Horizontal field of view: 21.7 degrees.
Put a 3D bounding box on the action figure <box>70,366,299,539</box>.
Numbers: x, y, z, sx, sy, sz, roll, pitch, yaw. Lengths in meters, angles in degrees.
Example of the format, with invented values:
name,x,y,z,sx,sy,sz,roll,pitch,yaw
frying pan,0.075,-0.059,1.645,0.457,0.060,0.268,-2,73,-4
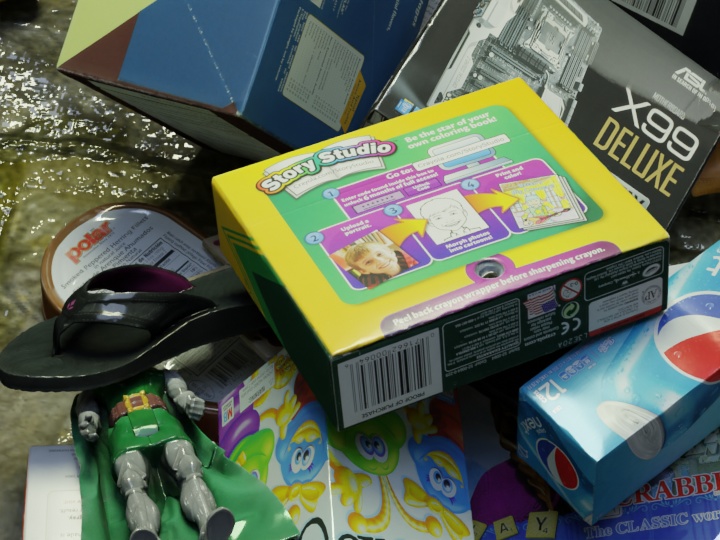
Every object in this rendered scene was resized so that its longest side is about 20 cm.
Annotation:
name,x,y,z,sx,sy,sz,roll,pitch,yaw
action figure,-0.117,0.096,1.034,0.117,0.055,0.200,-11,30,-14

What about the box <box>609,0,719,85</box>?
name,x,y,z,sx,sy,sz,roll,pitch,yaw
box,0.235,-0.231,1.255,0.199,0.104,0.182,29,54,12

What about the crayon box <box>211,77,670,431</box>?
name,x,y,z,sx,sy,sz,roll,pitch,yaw
crayon box,0.041,-0.016,1.034,0.199,0.059,0.173,-19,41,-16

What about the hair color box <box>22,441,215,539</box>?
name,x,y,z,sx,sy,sz,roll,pitch,yaw
hair color box,-0.132,0.195,1.034,0.110,0.064,0.201,-1,50,-4

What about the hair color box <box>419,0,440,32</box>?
name,x,y,z,sx,sy,sz,roll,pitch,yaw
hair color box,0.093,-0.181,1.329,0.111,0.064,0.200,35,60,24

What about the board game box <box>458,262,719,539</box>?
name,x,y,z,sx,sy,sz,roll,pitch,yaw
board game box,0.139,0.096,1.102,0.199,0.041,0.200,-11,51,11

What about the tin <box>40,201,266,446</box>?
name,x,y,z,sx,sy,sz,roll,pitch,yaw
tin,-0.115,0.029,1.182,0.200,0.042,0.112,34,54,22

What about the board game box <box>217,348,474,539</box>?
name,x,y,z,sx,sy,sz,roll,pitch,yaw
board game box,-0.008,0.147,1.028,0.103,0.105,0.201,23,44,-31

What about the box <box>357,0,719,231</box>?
name,x,y,z,sx,sy,sz,roll,pitch,yaw
box,0.123,-0.100,1.201,0.199,0.050,0.158,35,72,-5

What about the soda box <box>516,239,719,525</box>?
name,x,y,z,sx,sy,sz,roll,pitch,yaw
soda box,0.180,0.049,1.041,0.200,0.068,0.064,-35,58,-21

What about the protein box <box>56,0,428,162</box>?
name,x,y,z,sx,sy,sz,roll,pitch,yaw
protein box,-0.058,-0.178,1.184,0.134,0.200,0.200,16,86,24

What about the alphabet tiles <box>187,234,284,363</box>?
name,x,y,z,sx,sy,sz,roll,pitch,yaw
alphabet tiles,0.000,0.000,1.166,0.199,0.006,0.166,-20,39,-28

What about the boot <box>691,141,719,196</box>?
name,x,y,z,sx,sy,sz,roll,pitch,yaw
boot,0.277,-0.128,1.306,0.143,0.071,0.202,-8,37,10

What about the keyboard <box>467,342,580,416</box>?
name,x,y,z,sx,sy,sz,roll,pitch,yaw
keyboard,0.072,0.023,1.107,0.199,0.040,0.104,34,65,10

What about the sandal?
name,x,y,z,sx,sy,sz,roll,pitch,yaw
sandal,-0.119,0.018,1.082,0.199,0.048,0.075,-19,29,-26
